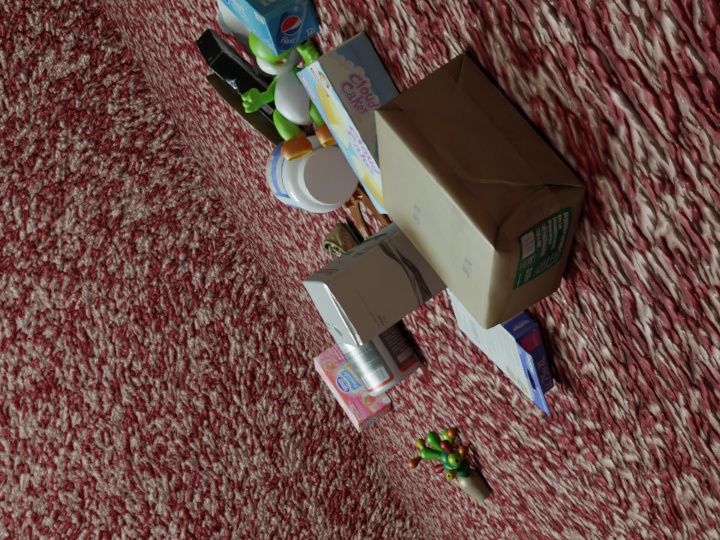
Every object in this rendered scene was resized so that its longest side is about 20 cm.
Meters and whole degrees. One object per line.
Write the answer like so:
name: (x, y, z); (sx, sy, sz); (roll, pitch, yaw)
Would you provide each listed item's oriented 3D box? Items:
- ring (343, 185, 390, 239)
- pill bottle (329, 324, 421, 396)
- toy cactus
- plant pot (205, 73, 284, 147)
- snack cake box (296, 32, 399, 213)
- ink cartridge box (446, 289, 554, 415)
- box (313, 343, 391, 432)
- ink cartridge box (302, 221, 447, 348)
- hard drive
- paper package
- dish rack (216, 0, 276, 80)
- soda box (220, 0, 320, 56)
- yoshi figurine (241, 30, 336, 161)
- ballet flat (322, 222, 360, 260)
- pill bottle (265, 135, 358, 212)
ring: (0.026, -0.050, 1.657); (0.201, 0.019, 0.201); (56, 170, 15)
pill bottle: (0.014, 0.116, 1.934); (0.201, 0.114, 0.114); (58, 170, 0)
toy cactus: (0.180, 0.381, 2.045); (0.165, 0.102, 0.200); (47, 161, 2)
plant pot: (-0.165, -0.253, 1.710); (0.200, 0.027, 0.200); (43, -173, -7)
snack cake box: (0.013, -0.167, 1.242); (0.201, 0.067, 0.115); (59, 170, -10)
ink cartridge box: (0.172, 0.075, 1.287); (0.200, 0.042, 0.120); (50, 167, 47)
box: (-0.020, 0.277, 2.589); (0.200, 0.102, 0.095); (55, 169, 19)
ink cartridge box: (0.046, -0.006, 1.192); (0.083, 0.199, 0.146); (58, 169, -7)
hard drive: (-0.185, -0.304, 1.651); (0.140, 0.038, 0.200); (40, -173, -24)
paper package: (0.108, -0.067, 1.001); (0.191, 0.103, 0.200); (52, 167, 22)
dish rack: (-0.173, -0.376, 1.557); (0.172, 0.043, 0.200); (54, 168, 21)
soda box: (-0.133, -0.357, 1.356); (0.200, 0.068, 0.064); (49, 166, 39)
yoshi figurine: (-0.099, -0.254, 1.410); (0.112, 0.112, 0.201); (-24, 87, 59)
ballet flat: (0.000, 0.000, 1.783); (0.200, 0.065, 0.071); (50, 178, 39)
pill bottle: (-0.067, -0.143, 1.560); (0.113, 0.112, 0.200); (60, 169, -14)
